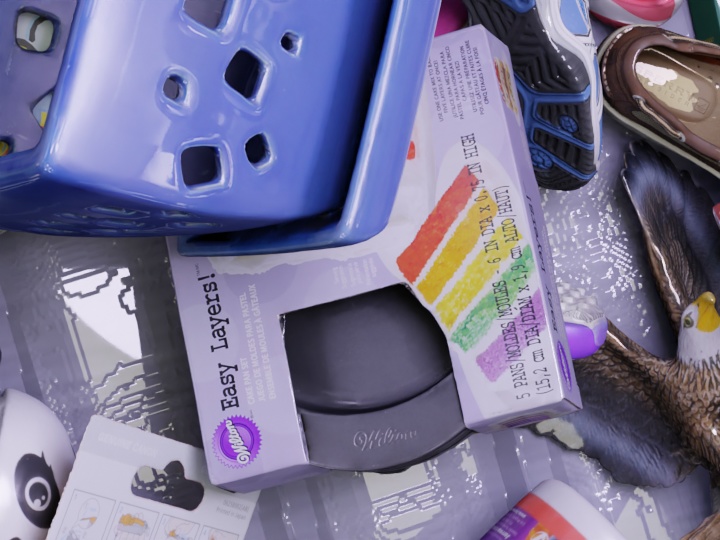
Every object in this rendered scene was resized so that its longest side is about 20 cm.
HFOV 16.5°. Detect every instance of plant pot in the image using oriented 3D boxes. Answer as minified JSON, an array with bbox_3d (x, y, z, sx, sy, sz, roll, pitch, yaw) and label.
[{"bbox_3d":[-0.078,-0.105,1.113,0.179,0.200,0.201,16,80,-28],"label":"plant pot"}]

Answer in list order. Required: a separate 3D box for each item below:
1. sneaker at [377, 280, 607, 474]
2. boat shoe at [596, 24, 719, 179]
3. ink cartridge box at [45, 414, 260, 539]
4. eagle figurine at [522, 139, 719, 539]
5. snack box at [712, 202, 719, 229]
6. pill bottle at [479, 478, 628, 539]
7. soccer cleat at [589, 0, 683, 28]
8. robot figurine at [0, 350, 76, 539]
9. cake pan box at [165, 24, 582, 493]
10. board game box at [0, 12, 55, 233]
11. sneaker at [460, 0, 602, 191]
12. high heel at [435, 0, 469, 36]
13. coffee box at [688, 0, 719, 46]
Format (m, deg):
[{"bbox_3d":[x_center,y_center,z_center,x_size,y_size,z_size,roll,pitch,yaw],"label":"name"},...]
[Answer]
[{"bbox_3d":[0.031,0.054,1.273,0.199,0.070,0.100,-1,99,19],"label":"sneaker"},{"bbox_3d":[0.217,-0.070,1.290,0.201,0.075,0.075,18,87,-7],"label":"boat shoe"},{"bbox_3d":[-0.135,0.175,1.213,0.057,0.162,0.201,12,82,32],"label":"ink cartridge box"},{"bbox_3d":[0.164,0.047,1.304,0.151,0.200,0.151,-4,130,-45],"label":"eagle figurine"},{"bbox_3d":[0.269,0.014,1.311,0.072,0.024,0.200,-34,124,19],"label":"snack box"},{"bbox_3d":[0.064,0.212,1.271,0.200,0.111,0.111,-43,96,-7],"label":"pill bottle"},{"bbox_3d":[0.091,-0.200,1.311,0.200,0.076,0.067,39,81,-8],"label":"soccer cleat"},{"bbox_3d":[-0.236,0.105,1.206,0.199,0.150,0.125,13,56,-10],"label":"robot figurine"},{"bbox_3d":[0.000,0.000,1.213,0.183,0.052,0.201,-14,77,15],"label":"cake pan box"},{"bbox_3d":[-0.201,-0.121,1.234,0.105,0.103,0.201,-30,94,-11],"label":"board game box"},{"bbox_3d":[0.092,-0.132,1.265,0.077,0.075,0.201,-48,134,-42],"label":"sneaker"},{"bbox_3d":[-0.006,-0.094,1.301,0.096,0.068,0.200,28,68,17],"label":"high heel"},{"bbox_3d":[0.250,-0.112,1.357,0.122,0.044,0.201,-11,90,-11],"label":"coffee box"}]
